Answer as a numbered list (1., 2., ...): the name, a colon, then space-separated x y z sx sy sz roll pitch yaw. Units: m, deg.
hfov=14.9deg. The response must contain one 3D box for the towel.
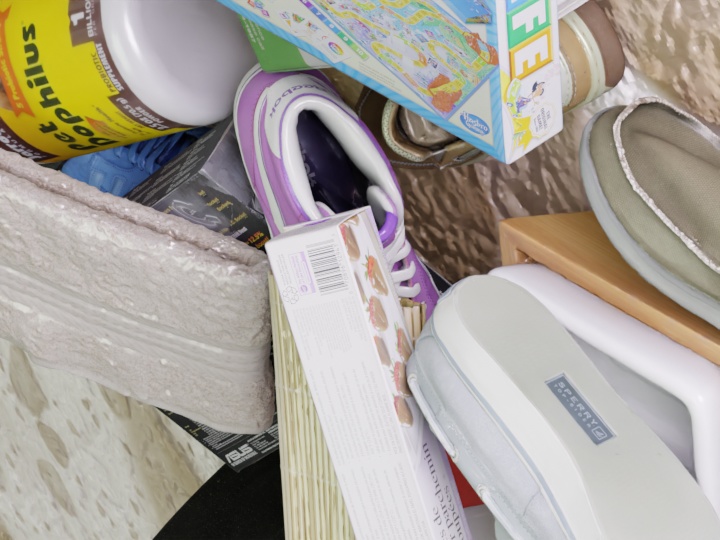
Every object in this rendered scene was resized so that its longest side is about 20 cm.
1. towel: -0.135 0.008 1.420 0.200 0.035 0.133 20 142 14

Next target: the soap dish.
1. soap dish: 0.138 0.078 1.253 0.157 0.081 0.200 32 143 40

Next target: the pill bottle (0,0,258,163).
1. pill bottle: -0.144 -0.117 1.446 0.200 0.109 0.109 -10 110 48

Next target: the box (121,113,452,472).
1. box: -0.065 0.016 1.452 0.158 0.050 0.200 40 143 -14

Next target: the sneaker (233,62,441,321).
1. sneaker: -0.001 0.000 1.307 0.201 0.073 0.114 62 173 -19

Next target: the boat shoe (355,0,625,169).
1. boat shoe: 0.038 -0.079 1.260 0.072 0.076 0.200 58 153 -3

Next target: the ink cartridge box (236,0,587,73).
1. ink cartridge box: 0.008 -0.171 1.204 0.200 0.084 0.146 2 121 56

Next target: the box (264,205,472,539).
1. box: 0.009 0.072 1.225 0.041 0.039 0.200 -14 99 27

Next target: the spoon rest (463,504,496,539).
1. spoon rest: 0.087 0.135 1.262 0.200 0.061 0.100 0 121 44

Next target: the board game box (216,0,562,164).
1. board game box: -0.002 -0.142 1.123 0.200 0.034 0.135 32 143 37

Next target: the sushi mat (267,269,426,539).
1. sushi mat: -0.004 0.101 1.285 0.096 0.012 0.201 12 112 44

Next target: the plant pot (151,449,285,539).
1. plant pot: -0.037 0.222 1.586 0.200 0.177 0.200 -8 112 59

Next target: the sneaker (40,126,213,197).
1. sneaker: -0.124 -0.069 1.534 0.111 0.077 0.200 53 160 -12

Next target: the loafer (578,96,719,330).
1. loafer: 0.174 -0.007 1.130 0.200 0.075 0.070 44 138 15

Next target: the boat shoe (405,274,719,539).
1. boat shoe: 0.089 0.096 1.176 0.201 0.070 0.072 55 136 20

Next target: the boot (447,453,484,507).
1. boot: 0.090 0.125 1.395 0.200 0.072 0.145 39 146 38
